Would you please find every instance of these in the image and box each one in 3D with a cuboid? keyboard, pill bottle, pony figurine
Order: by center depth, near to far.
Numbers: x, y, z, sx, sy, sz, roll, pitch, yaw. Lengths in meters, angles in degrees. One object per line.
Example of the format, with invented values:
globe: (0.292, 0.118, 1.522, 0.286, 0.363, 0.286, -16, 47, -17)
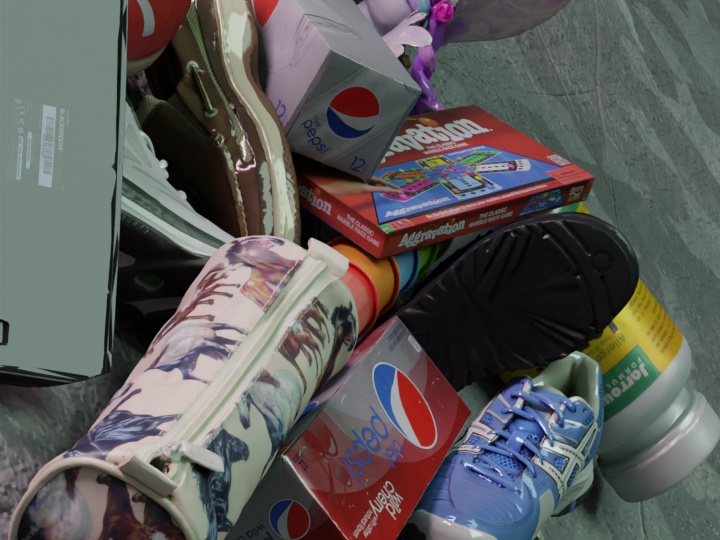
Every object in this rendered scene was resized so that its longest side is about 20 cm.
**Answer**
keyboard: (-0.155, -0.055, 0.766, 0.126, 0.021, 0.202, 12, 70, -36)
pill bottle: (0.142, 0.047, 1.197, 0.201, 0.112, 0.113, 52, 23, -9)
pony figurine: (0.027, -0.167, 1.197, 0.165, 0.193, 0.202, -20, 78, -26)

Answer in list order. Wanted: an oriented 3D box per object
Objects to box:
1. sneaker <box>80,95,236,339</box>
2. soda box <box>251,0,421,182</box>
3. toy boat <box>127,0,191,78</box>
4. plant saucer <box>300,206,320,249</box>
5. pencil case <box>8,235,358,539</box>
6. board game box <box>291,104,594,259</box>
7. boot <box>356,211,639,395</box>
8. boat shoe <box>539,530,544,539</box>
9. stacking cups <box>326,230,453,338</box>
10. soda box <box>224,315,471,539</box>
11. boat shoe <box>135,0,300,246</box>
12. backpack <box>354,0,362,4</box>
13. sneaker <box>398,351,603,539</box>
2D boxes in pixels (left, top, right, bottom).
sneaker: (-0.087, -0.025, 0.889, 0.200, 0.075, 0.116, 34, 32, -37)
soda box: (-0.039, -0.135, 1.072, 0.068, 0.064, 0.200, 20, 23, -32)
toy boat: (-0.144, -0.169, 0.879, 0.130, 0.131, 0.200, 43, 21, 10)
plant saucer: (-0.048, -0.073, 1.110, 0.070, 0.019, 0.201, 42, 27, -27)
pencil case: (-0.064, 0.059, 0.760, 0.078, 0.089, 0.200, 47, 34, -9)
board game box: (0.041, -0.056, 1.083, 0.103, 0.020, 0.199, 33, 31, 31)
boot: (0.084, 0.011, 1.037, 0.074, 0.197, 0.162, 57, 29, -2)
boat shoe: (0.057, 0.178, 0.943, 0.072, 0.063, 0.200, 8, 22, -3)
stacking cups: (0.000, 0.000, 1.045, 0.061, 0.060, 0.200, 53, 26, -4)
soda box: (-0.009, 0.094, 0.895, 0.070, 0.063, 0.200, 52, 23, -4)
boat shoe: (-0.088, -0.074, 0.990, 0.074, 0.075, 0.204, -3, 60, -23)
backpack: (0.033, -0.287, 1.342, 0.199, 0.189, 0.156, 32, 48, -43)
sneaker: (0.076, 0.097, 0.963, 0.075, 0.078, 0.200, 20, 21, 16)
